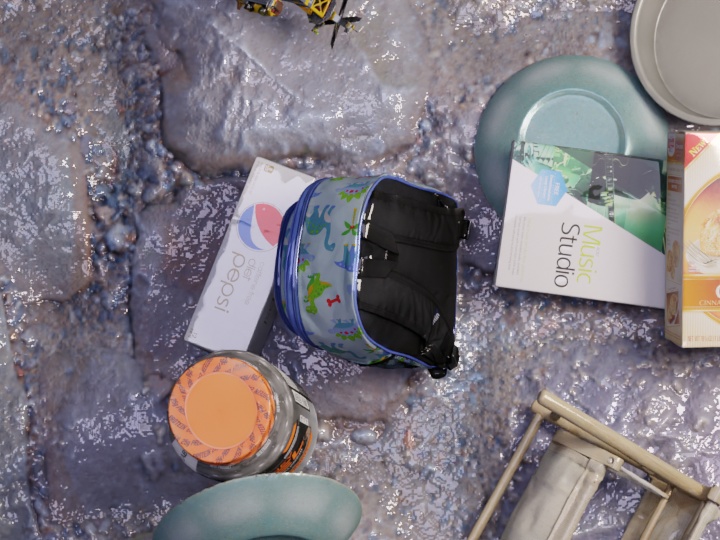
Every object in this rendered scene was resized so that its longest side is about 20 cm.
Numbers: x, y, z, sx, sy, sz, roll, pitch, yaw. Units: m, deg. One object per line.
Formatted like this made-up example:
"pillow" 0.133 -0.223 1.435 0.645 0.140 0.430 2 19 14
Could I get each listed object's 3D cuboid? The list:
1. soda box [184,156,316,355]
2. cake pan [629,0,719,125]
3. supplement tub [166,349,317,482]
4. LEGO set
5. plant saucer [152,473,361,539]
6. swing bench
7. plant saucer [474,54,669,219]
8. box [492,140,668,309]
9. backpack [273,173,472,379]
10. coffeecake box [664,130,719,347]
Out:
"soda box" -0.106 -0.007 1.698 0.068 0.064 0.201 20 83 11
"cake pan" 0.364 -0.238 1.656 0.199 0.037 0.202 -5 79 30
"supplement tub" -0.113 0.143 1.600 0.122 0.200 0.124 -2 79 8
"LEGO set" -0.044 -0.332 1.746 0.153 0.116 0.201 10 75 39
"plant saucer" -0.094 0.257 1.576 0.200 0.201 0.039 -16 55 5
"swing bench" 0.207 0.249 1.576 0.199 0.130 0.200 29 84 7
"plant saucer" 0.213 -0.125 1.687 0.199 0.039 0.203 -1 80 7
"box" 0.236 -0.043 1.641 0.198 0.036 0.146 7 94 0
"backpack" 0.000 0.000 1.612 0.146 0.200 0.184 1 80 28
"coffeecake box" 0.370 -0.032 1.590 0.152 0.073 0.202 -1 95 -4
